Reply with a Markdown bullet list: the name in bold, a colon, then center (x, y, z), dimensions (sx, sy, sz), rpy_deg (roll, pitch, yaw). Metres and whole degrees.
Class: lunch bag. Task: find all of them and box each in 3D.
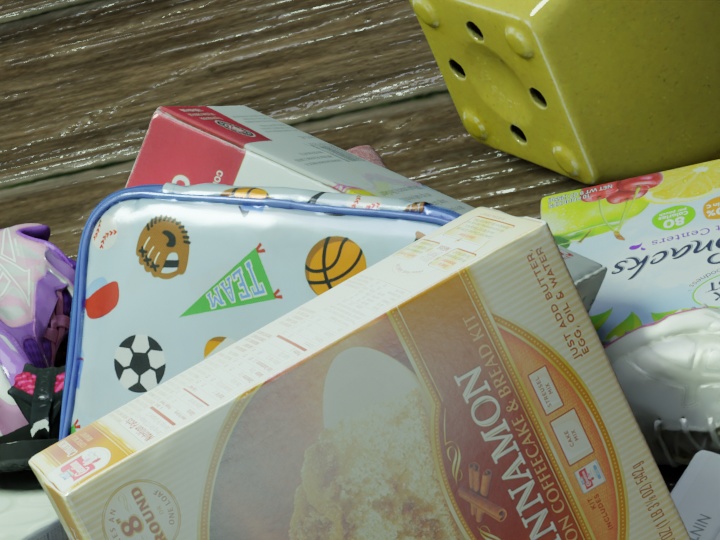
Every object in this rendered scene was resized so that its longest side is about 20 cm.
- **lunch bag**: center (-0.023, 0.049, 0.999), dimensions (0.198, 0.162, 0.075), rpy_deg (7, -1, 19)

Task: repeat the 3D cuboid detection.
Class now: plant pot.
- **plant pot**: center (0.144, -0.160, 1.370), dimensions (0.200, 0.195, 0.195), rpy_deg (-41, 37, -20)

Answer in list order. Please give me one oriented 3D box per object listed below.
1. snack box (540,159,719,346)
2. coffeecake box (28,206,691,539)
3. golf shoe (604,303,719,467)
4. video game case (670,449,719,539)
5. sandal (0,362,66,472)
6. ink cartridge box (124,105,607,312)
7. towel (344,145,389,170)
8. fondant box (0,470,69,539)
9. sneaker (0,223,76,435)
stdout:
- **snack box**: center (0.191, -0.001, 1.219), dimensions (0.198, 0.053, 0.143), rpy_deg (-13, 34, 12)
- **coffeecake box**: center (0.004, 0.092, 0.894), dimensions (0.199, 0.154, 0.073), rpy_deg (-29, 13, -13)
- **golf shoe**: center (0.179, 0.062, 1.116), dimensions (0.199, 0.075, 0.092), rpy_deg (-19, 47, 17)
- **video game case**: center (0.192, 0.150, 0.931), dimensions (0.199, 0.024, 0.182), rpy_deg (18, 33, 19)
- **sandal**: center (-0.128, 0.058, 1.137), dimensions (0.074, 0.045, 0.200), rpy_deg (-6, 7, 21)
- **ink cartridge box**: center (0.000, 0.000, 1.112), dimensions (0.199, 0.083, 0.146), rpy_deg (24, 8, 10)
- **towel**: center (-0.007, 0.028, 1.202), dimensions (0.143, 0.023, 0.200), rpy_deg (-19, 55, -24)
- **fondant box**: center (-0.173, 0.128, 1.073), dimensions (0.143, 0.059, 0.200), rpy_deg (-6, 8, 23)
- **sneaker**: center (-0.191, 0.026, 1.378), dimensions (0.088, 0.081, 0.200), rpy_deg (-17, 30, -10)
